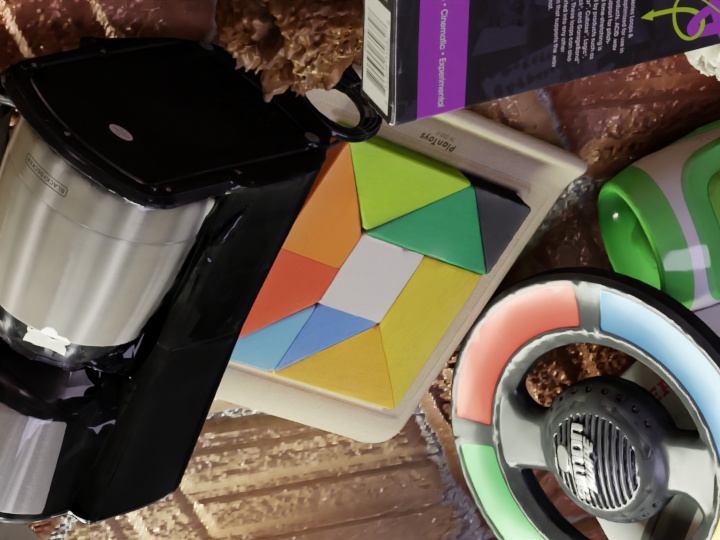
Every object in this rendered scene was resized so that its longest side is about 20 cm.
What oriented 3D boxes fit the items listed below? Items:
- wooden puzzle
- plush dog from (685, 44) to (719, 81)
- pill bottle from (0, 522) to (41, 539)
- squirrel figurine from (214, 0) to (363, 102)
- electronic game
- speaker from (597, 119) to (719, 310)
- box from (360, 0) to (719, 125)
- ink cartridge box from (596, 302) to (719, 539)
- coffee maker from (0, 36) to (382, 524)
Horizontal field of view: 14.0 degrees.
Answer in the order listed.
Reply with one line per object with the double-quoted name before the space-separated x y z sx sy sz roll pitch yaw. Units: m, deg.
"wooden puzzle" 0.000 0.000 1.456 0.185 0.037 0.200 19 116 -42
"plush dog" 0.171 -0.207 1.325 0.172 0.160 0.200 -31 128 -32
"pill bottle" -0.232 0.210 1.444 0.200 0.111 0.111 -43 137 9
"squirrel figurine" 0.019 -0.162 1.249 0.200 0.142 0.187 -33 130 23
"electronic game" 0.129 0.093 1.511 0.042 0.200 0.200 -29 144 -45
"speaker" 0.227 -0.046 1.522 0.200 0.088 0.088 -21 135 -14
"box" 0.096 -0.146 1.172 0.200 0.036 0.143 -14 127 -21
"ink cartridge box" 0.211 0.130 1.550 0.084 0.200 0.145 -15 158 -38
"coffee maker" -0.099 0.008 1.327 0.192 0.135 0.200 5 127 -30
